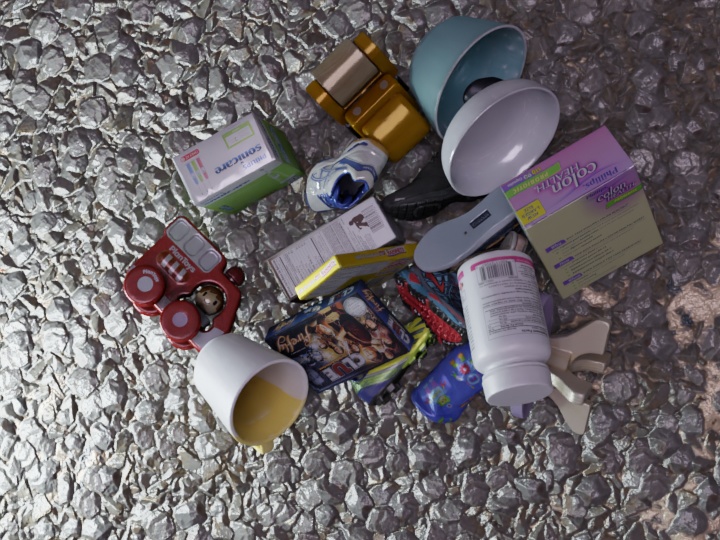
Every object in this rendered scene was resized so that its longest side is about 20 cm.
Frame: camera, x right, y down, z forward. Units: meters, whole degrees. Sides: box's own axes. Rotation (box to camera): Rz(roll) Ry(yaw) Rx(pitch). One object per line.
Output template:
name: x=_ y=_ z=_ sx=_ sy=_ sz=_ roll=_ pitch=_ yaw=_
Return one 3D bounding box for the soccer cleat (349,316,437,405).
soccer cleat: x=0.059 y=0.126 z=1.610 sx=0.084 sy=0.065 sz=0.200 roll=40 pitch=95 yaw=17

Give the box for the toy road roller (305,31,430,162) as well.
toy road roller: x=0.024 y=-0.257 z=1.550 sx=0.123 sy=0.200 sz=0.146 roll=-44 pitch=63 yaw=8

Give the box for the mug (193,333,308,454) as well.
mug: x=-0.193 y=0.191 z=1.594 sx=0.153 sy=0.149 sz=0.188 roll=31 pitch=106 yaw=41

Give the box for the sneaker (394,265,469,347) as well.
sneaker: x=0.130 y=0.039 z=1.547 sx=0.095 sy=0.200 sz=0.080 roll=-27 pitch=128 yaw=-12

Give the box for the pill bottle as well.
pill bottle: x=0.208 y=0.083 z=1.428 sx=0.113 sy=0.113 sz=0.201 roll=-12 pitch=66 yaw=9

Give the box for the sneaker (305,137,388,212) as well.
sneaker: x=-0.037 y=-0.131 z=1.568 sx=0.075 sy=0.200 sz=0.088 roll=32 pitch=54 yaw=-16

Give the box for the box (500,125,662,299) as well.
box: x=0.330 y=-0.082 z=1.489 sx=0.175 sy=0.200 sz=0.097 roll=-30 pitch=49 yaw=8

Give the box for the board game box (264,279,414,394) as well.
board game box: x=-0.034 y=0.108 z=1.571 sx=0.199 sy=0.035 sz=0.136 roll=-29 pitch=115 yaw=33

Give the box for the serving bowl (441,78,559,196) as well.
serving bowl: x=0.197 y=-0.207 z=1.490 sx=0.200 sy=0.200 sz=0.066 roll=-41 pitch=57 yaw=7

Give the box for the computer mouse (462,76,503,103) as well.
computer mouse: x=0.228 y=-0.267 z=1.536 sx=0.034 sy=0.199 sz=0.059 roll=53 pitch=126 yaw=33

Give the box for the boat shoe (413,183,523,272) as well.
boat shoe: x=0.182 y=-0.051 z=1.568 sx=0.200 sy=0.091 sz=0.071 roll=-34 pitch=60 yaw=8

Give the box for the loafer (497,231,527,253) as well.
loafer: x=0.224 y=0.032 z=1.565 sx=0.063 sy=0.072 sz=0.201 roll=18 pitch=118 yaw=-6

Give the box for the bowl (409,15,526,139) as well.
bowl: x=0.151 y=-0.310 z=1.546 sx=0.105 sy=0.201 sz=0.201 roll=42 pitch=96 yaw=27

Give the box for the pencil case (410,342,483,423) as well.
pencil case: x=0.168 y=0.157 z=1.557 sx=0.087 sy=0.078 sz=0.200 roll=49 pitch=115 yaw=14

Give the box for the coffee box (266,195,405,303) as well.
coffee box: x=-0.037 y=-0.030 z=1.601 sx=0.199 sy=0.113 sz=0.080 roll=-31 pitch=82 yaw=9

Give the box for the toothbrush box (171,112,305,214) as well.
toothbrush box: x=-0.186 y=-0.163 z=1.583 sx=0.145 sy=0.200 sz=0.086 roll=-28 pitch=86 yaw=9

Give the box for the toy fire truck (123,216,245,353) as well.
toy fire truck: x=-0.283 y=0.028 z=1.654 sx=0.200 sy=0.112 sz=0.168 roll=43 pitch=78 yaw=6

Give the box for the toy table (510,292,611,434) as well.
toy table: x=0.304 y=0.144 z=1.518 sx=0.117 sy=0.184 sz=0.201 roll=16 pitch=122 yaw=22

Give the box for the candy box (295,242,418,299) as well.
candy box: x=0.000 y=0.000 z=1.540 sx=0.102 sy=0.199 sz=0.027 roll=-41 pitch=70 yaw=36

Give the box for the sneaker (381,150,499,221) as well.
sneaker: x=0.121 y=-0.140 z=1.586 sx=0.199 sy=0.076 sz=0.091 roll=-18 pitch=75 yaw=-17
